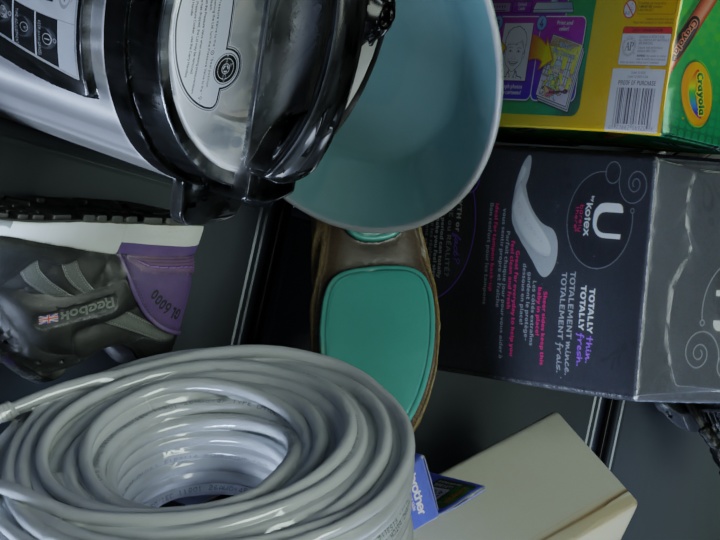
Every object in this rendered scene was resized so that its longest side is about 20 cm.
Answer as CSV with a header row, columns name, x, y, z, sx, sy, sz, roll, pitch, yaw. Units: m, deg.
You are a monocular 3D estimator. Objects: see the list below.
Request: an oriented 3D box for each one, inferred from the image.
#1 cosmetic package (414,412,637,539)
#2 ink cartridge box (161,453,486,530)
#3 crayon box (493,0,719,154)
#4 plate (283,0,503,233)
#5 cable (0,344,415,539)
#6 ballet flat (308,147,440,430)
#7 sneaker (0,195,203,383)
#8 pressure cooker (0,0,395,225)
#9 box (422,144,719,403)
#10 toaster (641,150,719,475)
name,x,y,z,sx,sy,sz,roll,pitch,yaw
cosmetic package,0.038,0.163,1.452,0.200,0.073,0.104,-27,152,-31
ink cartridge box,-0.050,0.125,1.382,0.200,0.119,0.042,-24,109,-33
crayon box,0.118,-0.125,1.433,0.058,0.200,0.119,11,88,-35
plate,-0.007,-0.115,1.349,0.026,0.200,0.201,-30,111,-44
cable,-0.073,0.104,1.288,0.200,0.200,0.069,-22,122,-30
ballet flat,0.000,0.000,1.422,0.068,0.072,0.201,-4,75,-11
sneaker,-0.162,0.011,1.321,0.200,0.076,0.088,4,98,-36
pressure cooker,-0.079,-0.133,1.266,0.179,0.200,0.176,-53,143,-23
box,0.118,-0.001,1.444,0.106,0.200,0.123,3,93,-36
toaster,0.219,0.002,1.574,0.129,0.114,0.200,-37,113,-30
